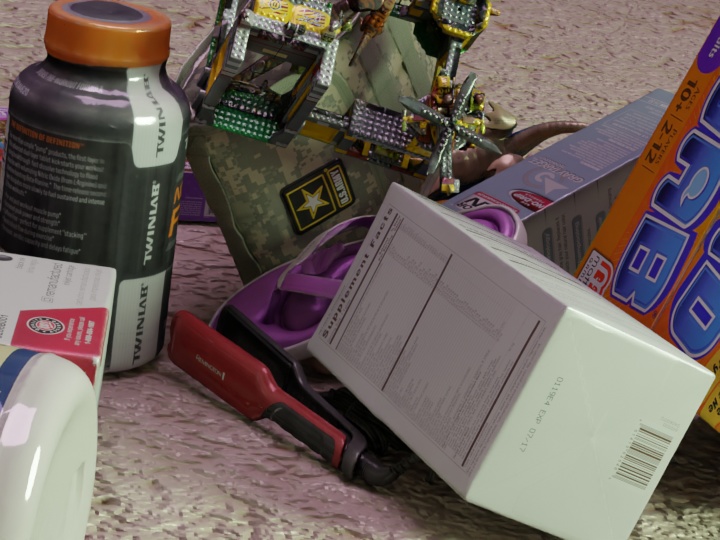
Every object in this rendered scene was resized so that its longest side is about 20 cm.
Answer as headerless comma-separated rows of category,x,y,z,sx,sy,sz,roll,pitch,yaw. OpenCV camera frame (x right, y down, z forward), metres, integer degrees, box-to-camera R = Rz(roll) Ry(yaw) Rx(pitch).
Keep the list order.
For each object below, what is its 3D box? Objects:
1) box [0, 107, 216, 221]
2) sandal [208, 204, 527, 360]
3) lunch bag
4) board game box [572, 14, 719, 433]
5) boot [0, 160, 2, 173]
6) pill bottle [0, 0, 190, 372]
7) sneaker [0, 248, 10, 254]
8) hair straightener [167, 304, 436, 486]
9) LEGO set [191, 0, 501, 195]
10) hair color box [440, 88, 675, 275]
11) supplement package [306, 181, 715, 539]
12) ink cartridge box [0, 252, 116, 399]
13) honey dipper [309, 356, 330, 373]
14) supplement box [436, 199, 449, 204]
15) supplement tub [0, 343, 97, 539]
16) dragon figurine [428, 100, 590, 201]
box,-0.195,-0.078,1.617,0.198,0.039,0.137,3,19,-21
sandal,-0.002,-0.004,1.341,0.201,0.050,0.083,-20,37,1
lunch bag,-0.031,-0.087,1.419,0.117,0.165,0.201,6,46,31
board game box,0.276,0.001,1.275,0.199,0.201,0.200,24,10,-28
boot,-0.223,-0.041,1.419,0.200,0.071,0.144,18,21,-23
pill bottle,-0.154,-0.052,1.293,0.105,0.202,0.106,8,19,-3
sneaker,-0.267,0.019,1.255,0.198,0.075,0.089,15,34,18
hair straightener,-0.020,0.069,1.260,0.077,0.041,0.199,-8,25,-43
LEGO set,-0.003,-0.138,1.276,0.199,0.155,0.116,24,-22,-9
hair color box,0.145,-0.030,1.452,0.199,0.100,0.060,-28,36,-30
supplement package,0.075,0.048,1.213,0.109,0.114,0.200,24,9,-32
ink cartridge box,-0.231,0.044,1.153,0.198,0.084,0.145,8,18,-6
honey dipper,0.067,0.058,1.356,0.198,0.038,0.038,5,18,-3
supplement box,0.096,-0.012,1.530,0.199,0.069,0.066,-5,21,-43
supplement tub,-0.219,0.089,0.921,0.198,0.146,0.145,11,18,4
dragon figurine,0.082,-0.075,1.589,0.198,0.059,0.099,-17,-10,3
